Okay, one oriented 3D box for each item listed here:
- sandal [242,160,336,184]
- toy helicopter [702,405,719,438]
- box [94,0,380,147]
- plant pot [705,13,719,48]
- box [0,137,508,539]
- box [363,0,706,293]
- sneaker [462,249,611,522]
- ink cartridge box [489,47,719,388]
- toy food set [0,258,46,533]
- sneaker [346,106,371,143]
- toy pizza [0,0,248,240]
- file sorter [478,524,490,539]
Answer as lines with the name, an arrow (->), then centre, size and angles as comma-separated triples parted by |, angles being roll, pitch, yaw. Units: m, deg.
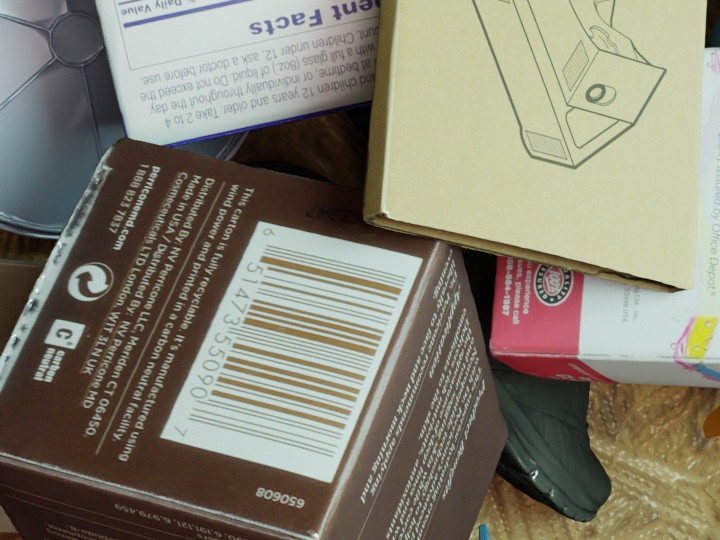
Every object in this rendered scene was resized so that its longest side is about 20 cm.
sandal -> 0.001, -0.001, 1.110 | 0.200, 0.048, 0.075 | 24, 80, -34
toy helicopter -> 0.224, 0.021, 1.112 | 0.200, 0.079, 0.132 | -4, 128, 24
box -> -0.035, -0.173, 0.997 | 0.184, 0.105, 0.200 | -12, 103, 0
plant pot -> 0.271, -0.105, 1.121 | 0.201, 0.201, 0.161 | 13, 92, -20
box -> -0.046, 0.075, 0.975 | 0.200, 0.164, 0.166 | 73, 34, -55
box -> 0.080, -0.102, 0.933 | 0.163, 0.021, 0.200 | 12, 75, -30
sneaker -> 0.090, 0.061, 1.138 | 0.091, 0.076, 0.200 | -50, 137, -9
ink cartridge box -> 0.169, -0.021, 0.999 | 0.200, 0.086, 0.148 | 3, 78, 24
toy food set -> -0.181, 0.053, 1.089 | 0.200, 0.060, 0.144 | 5, 110, -16
sneaker -> 0.000, -0.114, 1.103 | 0.082, 0.073, 0.200 | -10, 97, -5
toy pizza -> -0.141, -0.114, 1.071 | 0.200, 0.032, 0.200 | -4, 104, -16
file sorter -> -0.016, 0.218, 1.106 | 0.200, 0.123, 0.139 | -10, 108, 5
